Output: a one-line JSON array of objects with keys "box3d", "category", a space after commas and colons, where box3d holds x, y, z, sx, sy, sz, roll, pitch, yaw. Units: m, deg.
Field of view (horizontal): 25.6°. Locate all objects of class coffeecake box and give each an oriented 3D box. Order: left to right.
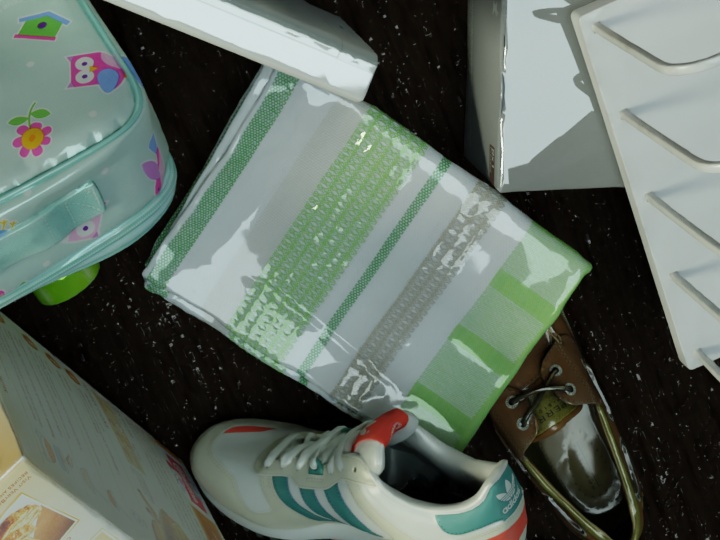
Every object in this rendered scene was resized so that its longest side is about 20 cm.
[{"box3d": [-0.143, 0.114, 0.767, 0.073, 0.154, 0.200, -41, 131, 2], "category": "coffeecake box"}]

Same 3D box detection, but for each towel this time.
[{"box3d": [0.000, 0.000, 0.824, 0.199, 0.031, 0.150, 33, 110, -3], "category": "towel"}]

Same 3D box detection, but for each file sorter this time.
[{"box3d": [0.209, -0.046, 0.750, 0.137, 0.125, 0.202, -23, 112, -3], "category": "file sorter"}]

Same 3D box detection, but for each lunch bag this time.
[{"box3d": [-0.194, -0.046, 0.733, 0.199, 0.161, 0.077, -30, 146, -10], "category": "lunch bag"}]

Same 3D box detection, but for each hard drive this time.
[{"box3d": [-0.095, -0.138, 0.748, 0.198, 0.132, 0.027, 21, 103, -16], "category": "hard drive"}]

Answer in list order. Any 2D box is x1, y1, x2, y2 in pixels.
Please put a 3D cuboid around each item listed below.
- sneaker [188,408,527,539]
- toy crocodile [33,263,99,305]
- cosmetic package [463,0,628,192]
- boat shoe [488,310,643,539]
[{"box3d": [-0.002, 0.100, 0.820, 0.198, 0.070, 0.094, 17, 135, 24], "category": "sneaker"}, {"box3d": [-0.196, -0.001, 0.811, 0.199, 0.062, 0.068, -37, 119, -2], "category": "toy crocodile"}, {"box3d": [0.156, -0.103, 0.832, 0.197, 0.090, 0.108, 0, 107, -8], "category": "cosmetic package"}, {"box3d": [0.103, 0.068, 0.878, 0.072, 0.068, 0.201, -36, 108, 3], "category": "boat shoe"}]
